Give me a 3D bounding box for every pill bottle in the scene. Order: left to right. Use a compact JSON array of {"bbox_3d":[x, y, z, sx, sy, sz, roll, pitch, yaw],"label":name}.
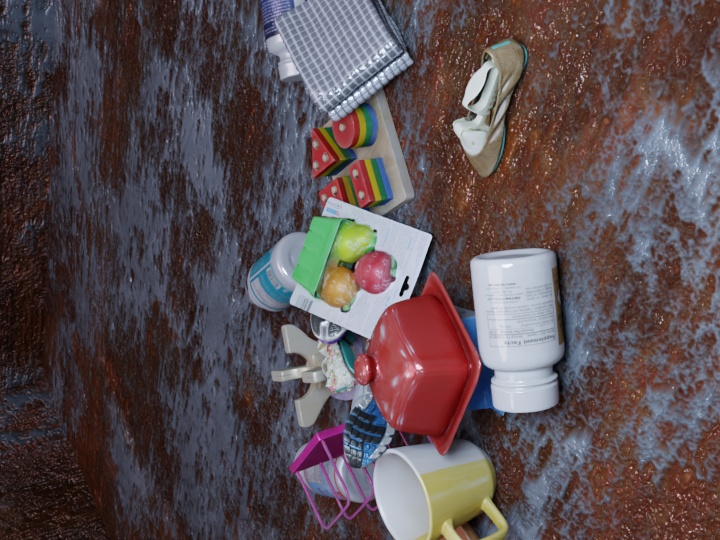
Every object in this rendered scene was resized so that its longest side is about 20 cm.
[{"bbox_3d":[-0.145,0.010,1.875,0.200,0.110,0.112,-34,70,57],"label":"pill bottle"},{"bbox_3d":[-0.112,-0.428,1.687,0.111,0.110,0.202,-4,95,59],"label":"pill bottle"},{"bbox_3d":[-0.041,0.359,1.814,0.199,0.108,0.110,-11,89,59],"label":"pill bottle"},{"bbox_3d":[0.209,0.077,1.310,0.114,0.113,0.202,5,103,58],"label":"pill bottle"}]

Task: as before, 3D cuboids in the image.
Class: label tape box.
[{"bbox_3d":[0.132,0.131,1.502,0.199,0.066,0.145,17,113,58],"label":"label tape box"}]

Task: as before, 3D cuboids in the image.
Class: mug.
[{"bbox_3d":[0.128,0.339,1.487,0.150,0.152,0.188,-49,59,52],"label":"mug"}]

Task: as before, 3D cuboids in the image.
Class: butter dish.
[{"bbox_3d":[0.062,0.134,1.394,0.201,0.146,0.201,-114,30,-43],"label":"butter dish"}]

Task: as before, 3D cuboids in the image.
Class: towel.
[{"bbox_3d":[-0.031,-0.356,1.540,0.165,0.085,0.201,-37,62,18],"label":"towel"}]

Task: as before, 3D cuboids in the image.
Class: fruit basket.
[{"bbox_3d":[0.000,0.000,1.571,0.198,0.094,0.187,21,92,22],"label":"fruit basket"}]

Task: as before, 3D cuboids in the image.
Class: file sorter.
[{"bbox_3d":[0.013,0.320,1.629,0.126,0.198,0.139,61,145,21],"label":"file sorter"}]

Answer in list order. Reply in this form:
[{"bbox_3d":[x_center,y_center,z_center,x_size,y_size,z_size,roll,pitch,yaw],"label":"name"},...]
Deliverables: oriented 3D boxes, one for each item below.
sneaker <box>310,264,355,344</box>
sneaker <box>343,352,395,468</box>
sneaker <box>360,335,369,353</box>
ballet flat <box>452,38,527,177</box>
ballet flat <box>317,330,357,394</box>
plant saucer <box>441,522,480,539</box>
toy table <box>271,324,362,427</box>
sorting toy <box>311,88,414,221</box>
[{"bbox_3d":[-0.027,0.064,1.674,0.080,0.201,0.084,1,122,15],"label":"sneaker"},{"bbox_3d":[0.016,0.218,1.524,0.087,0.074,0.201,116,174,-54],"label":"sneaker"},{"bbox_3d":[0.035,0.140,1.627,0.082,0.076,0.202,-78,-15,-65],"label":"sneaker"},{"bbox_3d":[0.165,-0.215,1.335,0.068,0.072,0.201,51,139,39],"label":"ballet flat"},{"bbox_3d":[-0.044,0.135,1.694,0.064,0.076,0.201,-40,28,17],"label":"ballet flat"},{"bbox_3d":[0.148,0.473,1.606,0.200,0.037,0.203,23,117,54],"label":"plant saucer"},{"bbox_3d":[-0.073,0.180,1.805,0.200,0.116,0.186,-32,71,58],"label":"toy table"},{"bbox_3d":[-0.014,-0.177,1.644,0.200,0.069,0.201,-31,73,58],"label":"sorting toy"}]
